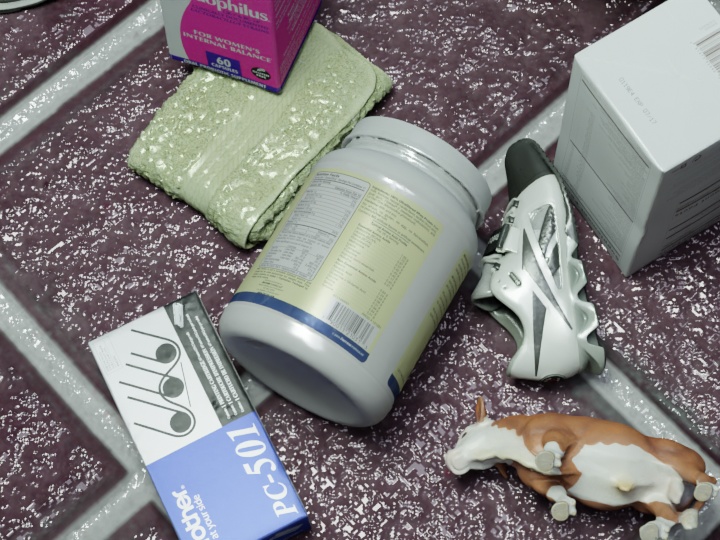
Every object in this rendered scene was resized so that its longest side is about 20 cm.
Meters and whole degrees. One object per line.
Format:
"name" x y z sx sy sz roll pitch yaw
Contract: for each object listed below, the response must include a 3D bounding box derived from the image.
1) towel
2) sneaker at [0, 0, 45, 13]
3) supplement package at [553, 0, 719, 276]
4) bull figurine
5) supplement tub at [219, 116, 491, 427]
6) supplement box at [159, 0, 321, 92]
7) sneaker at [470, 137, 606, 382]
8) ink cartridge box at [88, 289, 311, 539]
"towel" -0.084 -0.126 1.330 0.148 0.037 0.200 34 72 15
"sneaker" -0.342 -0.278 1.354 0.199 0.115 0.076 3 68 2
"supplement package" 0.226 -0.099 1.223 0.109 0.200 0.114 -30 71 -10
"bull figurine" 0.163 0.144 1.178 0.199 0.121 0.065 7 104 -3
"supplement tub" 0.000 0.000 1.217 0.145 0.145 0.201 27 71 12
"supplement box" -0.094 -0.243 1.254 0.101 0.200 0.104 19 64 10
"sneaker" 0.125 -0.010 1.257 0.088 0.074 0.201 -9 67 -5
"ink cartridge box" -0.122 0.124 1.223 0.094 0.044 0.201 -26 70 -8
